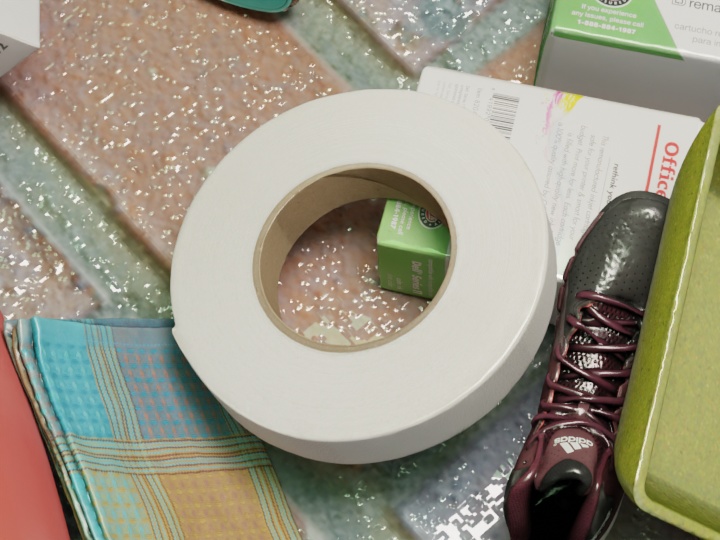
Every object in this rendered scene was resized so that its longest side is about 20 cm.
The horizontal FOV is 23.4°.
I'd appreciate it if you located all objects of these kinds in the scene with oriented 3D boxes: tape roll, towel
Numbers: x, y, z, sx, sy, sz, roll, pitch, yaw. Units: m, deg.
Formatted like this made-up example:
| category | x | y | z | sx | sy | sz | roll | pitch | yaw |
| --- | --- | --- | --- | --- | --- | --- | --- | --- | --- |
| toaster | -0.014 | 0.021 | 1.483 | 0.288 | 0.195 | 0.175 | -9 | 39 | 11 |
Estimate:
| category | x | y | z | sx | sy | sz | roll | pitch | yaw |
| --- | --- | --- | --- | --- | --- | --- | --- | --- | --- |
| tape roll | 0.000 | 0.000 | 0.896 | 0.202 | 0.037 | 0.203 | -6 | 63 | 11 |
| towel | -0.089 | 0.110 | 0.873 | 0.022 | 0.147 | 0.200 | -39 | 65 | 31 |

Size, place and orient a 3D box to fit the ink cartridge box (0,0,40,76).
| category | x | y | z | sx | sy | sz | roll | pitch | yaw |
| --- | --- | --- | --- | --- | --- | --- | --- | --- | --- |
| ink cartridge box | -0.238 | -0.161 | 0.981 | 0.068 | 0.115 | 0.200 | 17 | 59 | -39 |

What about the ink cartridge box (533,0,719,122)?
| category | x | y | z | sx | sy | sz | roll | pitch | yaw |
| --- | --- | --- | --- | --- | --- | --- | --- | --- | --- |
| ink cartridge box | 0.191 | -0.191 | 1.028 | 0.144 | 0.084 | 0.200 | 11 | 66 | 3 |

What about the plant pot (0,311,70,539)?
| category | x | y | z | sx | sy | sz | roll | pitch | yaw |
| --- | --- | --- | --- | --- | --- | --- | --- | --- | --- |
| plant pot | -0.238 | 0.101 | 0.841 | 0.200 | 0.201 | 0.178 | -8 | 55 | -5 |

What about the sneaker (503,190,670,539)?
| category | x | y | z | sx | sy | sz | roll | pitch | yaw |
| --- | --- | --- | --- | --- | --- | --- | --- | --- | --- |
| sneaker | 0.119 | 0.063 | 0.854 | 0.076 | 0.116 | 0.200 | 15 | 100 | 11 |

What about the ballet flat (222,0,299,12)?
| category | x | y | z | sx | sy | sz | roll | pitch | yaw |
| --- | --- | --- | --- | --- | --- | --- | --- | --- | --- |
| ballet flat | -0.118 | -0.218 | 1.042 | 0.200 | 0.076 | 0.064 | 22 | 51 | 4 |

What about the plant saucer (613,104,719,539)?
| category | x | y | z | sx | sy | sz | roll | pitch | yaw |
| --- | --- | --- | --- | --- | --- | --- | --- | --- | --- |
| plant saucer | 0.200 | 0.049 | 0.857 | 0.200 | 0.048 | 0.200 | 28 | 69 | -36 |

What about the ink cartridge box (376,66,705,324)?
| category | x | y | z | sx | sy | sz | roll | pitch | yaw |
| --- | --- | --- | --- | --- | --- | --- | --- | --- | --- |
| ink cartridge box | 0.119 | -0.032 | 0.961 | 0.200 | 0.067 | 0.117 | 12 | 67 | 8 |
